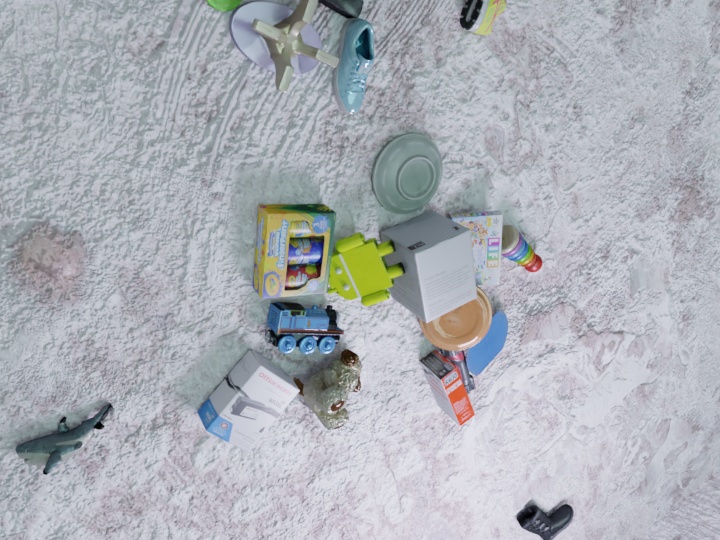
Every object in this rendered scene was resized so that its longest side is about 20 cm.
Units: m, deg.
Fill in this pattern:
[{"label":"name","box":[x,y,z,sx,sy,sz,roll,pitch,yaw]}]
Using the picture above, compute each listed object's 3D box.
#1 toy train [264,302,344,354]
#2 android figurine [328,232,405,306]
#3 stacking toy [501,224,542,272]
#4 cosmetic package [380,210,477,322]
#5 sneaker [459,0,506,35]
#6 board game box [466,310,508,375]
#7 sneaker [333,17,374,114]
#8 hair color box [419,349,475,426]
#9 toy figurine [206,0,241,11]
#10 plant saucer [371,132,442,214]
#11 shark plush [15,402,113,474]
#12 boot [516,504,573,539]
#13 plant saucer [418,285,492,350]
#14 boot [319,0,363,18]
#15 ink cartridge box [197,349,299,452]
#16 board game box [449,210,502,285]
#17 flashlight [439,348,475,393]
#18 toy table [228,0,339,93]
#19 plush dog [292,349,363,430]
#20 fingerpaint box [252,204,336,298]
[{"label":"toy train","box":[-0.133,0.137,1.533,0.199,0.087,0.115,5,103,-31]},{"label":"android figurine","box":[0.000,0.000,1.519,0.199,0.041,0.183,-18,110,15]},{"label":"stacking toy","box":[0.449,-0.048,1.782,0.200,0.085,0.086,32,94,-39]},{"label":"cosmetic package","box":[0.170,-0.013,1.583,0.164,0.165,0.201,-23,121,-21]},{"label":"sneaker","box":[0.301,-0.632,1.447,0.090,0.078,0.201,12,111,-41]},{"label":"board game box","box":[0.357,0.206,1.852,0.200,0.039,0.159,-41,134,-25]},{"label":"sneaker","box":[-0.009,-0.429,1.351,0.074,0.082,0.201,-9,116,-24]},{"label":"hair color box","box":[0.249,0.336,1.818,0.064,0.111,0.201,-34,124,-13]},{"label":"toy figurine","box":[-0.206,-0.558,1.121,0.149,0.184,0.201,9,108,-32]},{"label":"plant saucer","box":[0.125,-0.227,1.536,0.199,0.050,0.201,-12,117,-24]},{"label":"shark plush","box":[-0.627,0.354,1.365,0.199,0.091,0.084,-34,94,-7]},{"label":"boot","box":[0.680,0.900,2.335,0.200,0.066,0.165,40,88,-31]},{"label":"plant saucer","box":[0.256,0.123,1.717,0.199,0.032,0.202,0,105,-1]},{"label":"boot","box":[-0.061,-0.613,1.249,0.199,0.066,0.165,17,111,-30]},{"label":"ink cartridge box","box":[-0.268,0.314,1.534,0.200,0.084,0.145,-50,126,-1]},{"label":"board game box","box":[0.304,-0.056,1.691,0.134,0.034,0.201,-5,116,-1]},{"label":"flashlight","box":[0.276,0.275,1.839,0.068,0.068,0.201,-31,128,-17]},{"label":"toy table","box":[-0.146,-0.448,1.245,0.199,0.117,0.185,1,111,-31]},{"label":"plush dog","box":[-0.065,0.284,1.624,0.172,0.160,0.200,-41,154,-24]},{"label":"fingerpaint box","box":[-0.151,-0.045,1.446,0.166,0.073,0.201,-3,112,-28]}]
